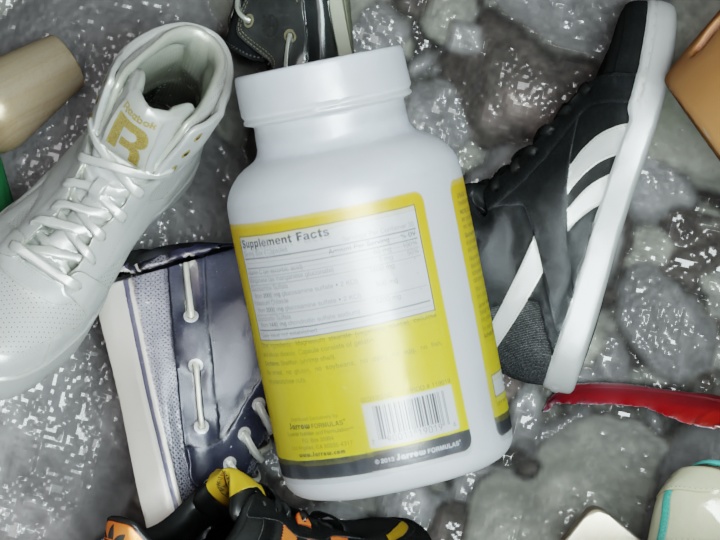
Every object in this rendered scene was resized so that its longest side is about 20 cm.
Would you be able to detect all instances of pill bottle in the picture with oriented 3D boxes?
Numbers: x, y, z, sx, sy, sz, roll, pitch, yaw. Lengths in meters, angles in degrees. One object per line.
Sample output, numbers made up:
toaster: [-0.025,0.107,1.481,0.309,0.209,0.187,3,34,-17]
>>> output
pill bottle: [0.000,0.000,1.272,0.112,0.112,0.200,-11,94,2]

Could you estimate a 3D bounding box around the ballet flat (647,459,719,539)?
ballet flat: [0.218,0.168,1.293,0.200,0.069,0.069,34,91,-10]

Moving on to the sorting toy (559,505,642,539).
sorting toy: [0.127,0.252,1.294,0.199,0.070,0.200,39,90,0]

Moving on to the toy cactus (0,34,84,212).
toy cactus: [-0.212,-0.056,1.352,0.165,0.102,0.200,-34,86,-17]

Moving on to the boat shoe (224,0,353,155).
boat shoe: [-0.036,-0.128,1.343,0.068,0.072,0.200,-6,92,2]

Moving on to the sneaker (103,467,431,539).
sneaker: [-0.040,0.132,1.289,0.200,0.070,0.090,-15,106,-41]

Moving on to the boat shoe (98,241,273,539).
boat shoe: [-0.064,0.078,1.340,0.093,0.075,0.200,-15,90,7]

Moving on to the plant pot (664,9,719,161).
plant pot: [0.238,-0.076,1.273,0.140,0.200,0.200,-37,88,7]

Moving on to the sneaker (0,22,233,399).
sneaker: [-0.129,-0.038,1.276,0.074,0.116,0.200,32,53,2]

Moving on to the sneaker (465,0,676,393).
sneaker: [0.081,-0.049,1.337,0.112,0.073,0.200,16,90,3]

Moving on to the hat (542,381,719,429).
hat: [0.244,0.046,1.355,0.200,0.176,0.166,19,95,-38]
